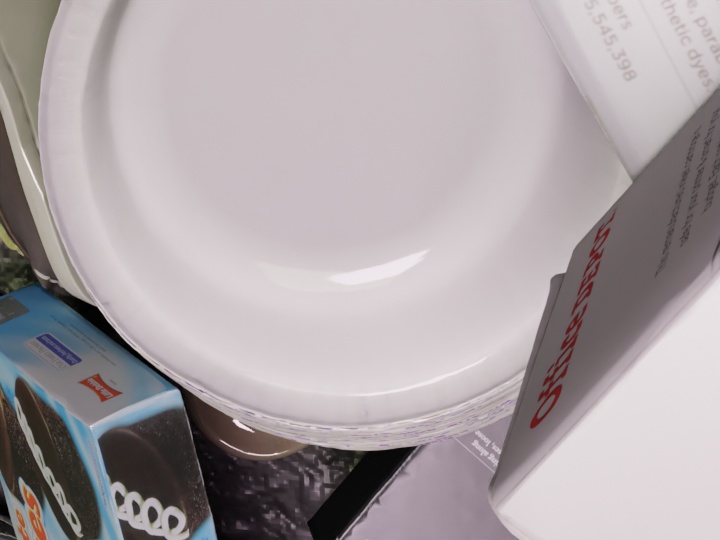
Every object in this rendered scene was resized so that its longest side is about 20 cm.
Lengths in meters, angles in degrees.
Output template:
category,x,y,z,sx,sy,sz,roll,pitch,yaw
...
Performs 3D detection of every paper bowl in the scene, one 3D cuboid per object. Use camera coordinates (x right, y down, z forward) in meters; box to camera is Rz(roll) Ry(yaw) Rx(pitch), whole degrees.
category,x,y,z,sx,sy,sz,roll,pitch,yaw
paper bowl,-0.002,-0.048,0.913,0.199,0.104,0.202,-1,80,8

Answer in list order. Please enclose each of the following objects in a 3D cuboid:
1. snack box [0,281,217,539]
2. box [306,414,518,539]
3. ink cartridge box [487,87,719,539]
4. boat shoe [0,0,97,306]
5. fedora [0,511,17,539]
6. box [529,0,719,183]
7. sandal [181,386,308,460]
category,x,y,z,sx,sy,sz,roll,pitch,yaw
snack box,-0.081,0.114,1.017,0.037,0.116,0.201,-23,117,-22
box,0.102,0.103,0.996,0.200,0.079,0.141,41,88,-7
ink cartridge box,0.130,-0.016,0.693,0.084,0.146,0.200,37,118,-6
boat shoe,-0.114,-0.085,0.992,0.060,0.071,0.202,18,125,50
fedora,-0.175,0.186,1.124,0.199,0.092,0.202,6,116,12
box,0.164,-0.092,0.844,0.171,0.199,0.201,-23,108,22
sandal,0.000,0.000,1.012,0.080,0.054,0.200,36,118,-5
